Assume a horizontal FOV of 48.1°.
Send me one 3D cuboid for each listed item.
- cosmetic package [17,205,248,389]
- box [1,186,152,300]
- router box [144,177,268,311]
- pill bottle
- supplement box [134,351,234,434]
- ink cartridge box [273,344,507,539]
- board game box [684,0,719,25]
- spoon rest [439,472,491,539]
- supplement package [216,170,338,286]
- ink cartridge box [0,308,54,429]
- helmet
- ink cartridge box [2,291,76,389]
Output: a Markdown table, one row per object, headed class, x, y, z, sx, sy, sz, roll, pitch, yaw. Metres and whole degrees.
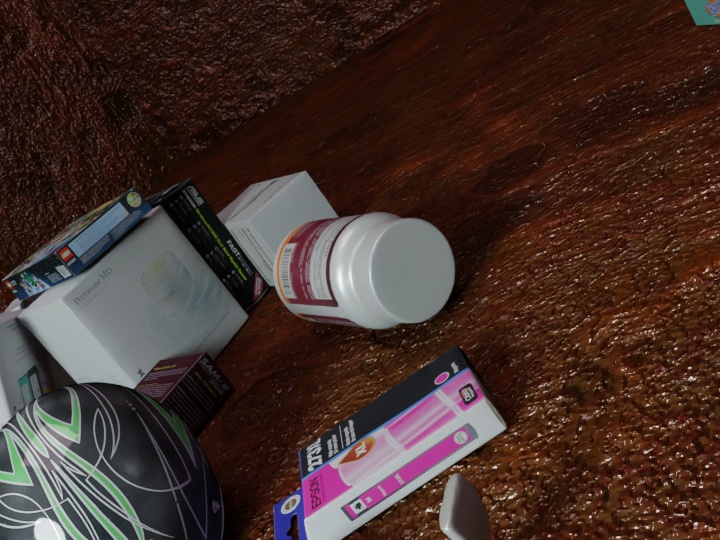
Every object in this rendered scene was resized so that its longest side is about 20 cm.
| class | x | y | z | sx | sy | sz | roll | pitch | yaw |
| --- | --- | --- | --- | --- | --- | --- | --- | --- | --- |
| cosmetic package | -0.288 | 0.061 | 1.050 | 0.123 | 0.200 | 0.200 | -19 | 26 | 42 |
| box | -0.368 | -0.032 | 1.038 | 0.199 | 0.038 | 0.137 | -15 | 29 | 48 |
| router box | -0.242 | -0.025 | 1.171 | 0.062 | 0.201 | 0.149 | -44 | 20 | -32 |
| pill bottle | 0.000 | 0.000 | 0.817 | 0.114 | 0.114 | 0.200 | -44 | 20 | -22 |
| supplement box | -0.243 | 0.183 | 0.896 | 0.108 | 0.061 | 0.200 | -14 | 30 | 47 |
| ink cartridge box | 0.008 | 0.139 | 0.599 | 0.200 | 0.037 | 0.095 | -37 | 18 | 5 |
| board game box | 0.485 | -0.350 | 0.892 | 0.200 | 0.045 | 0.152 | -37 | 19 | 1 |
| spoon rest | 0.003 | 0.191 | 0.469 | 0.200 | 0.061 | 0.100 | -41 | 12 | 32 |
| supplement package | -0.128 | -0.056 | 1.174 | 0.117 | 0.118 | 0.200 | -44 | 20 | -24 |
| ink cartridge box | -0.474 | 0.168 | 0.997 | 0.146 | 0.201 | 0.146 | -11 | 8 | 0 |
| helmet | -0.210 | 0.189 | 0.654 | 0.200 | 0.200 | 0.191 | -43 | 3 | -18 |
| ink cartridge box | -0.425 | 0.113 | 1.168 | 0.045 | 0.201 | 0.176 | -33 | 18 | 1 |
